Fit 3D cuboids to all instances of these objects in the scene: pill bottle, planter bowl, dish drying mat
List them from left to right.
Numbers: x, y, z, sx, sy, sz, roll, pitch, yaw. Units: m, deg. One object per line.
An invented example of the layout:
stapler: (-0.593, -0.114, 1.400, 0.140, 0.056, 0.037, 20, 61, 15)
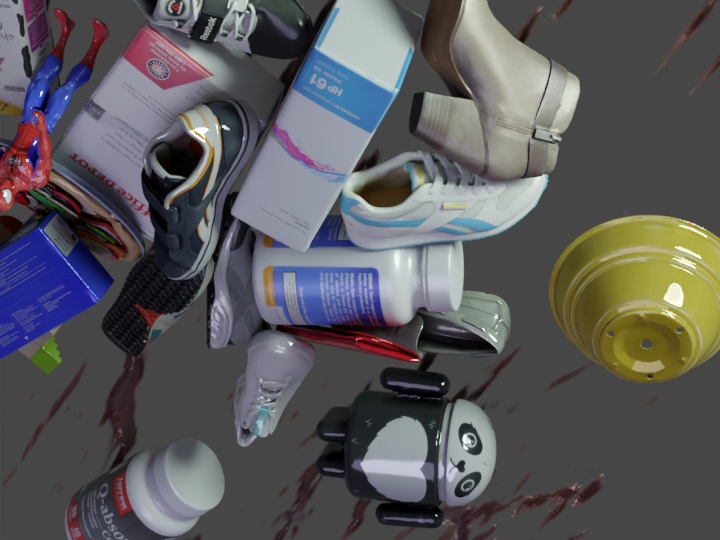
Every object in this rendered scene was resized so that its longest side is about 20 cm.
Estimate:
pill bottle: (-0.269, 0.289, 1.482, 0.200, 0.116, 0.116, -34, 113, 32)
dish drying mat: (-0.017, 0.071, 1.225, 0.076, 0.018, 0.200, 18, 173, -26)
pill bottle: (0.000, 0.000, 1.196, 0.199, 0.112, 0.113, 1, 127, 14)
planter bowl: (0.285, 0.051, 1.181, 0.199, 0.084, 0.201, 7, 129, 9)

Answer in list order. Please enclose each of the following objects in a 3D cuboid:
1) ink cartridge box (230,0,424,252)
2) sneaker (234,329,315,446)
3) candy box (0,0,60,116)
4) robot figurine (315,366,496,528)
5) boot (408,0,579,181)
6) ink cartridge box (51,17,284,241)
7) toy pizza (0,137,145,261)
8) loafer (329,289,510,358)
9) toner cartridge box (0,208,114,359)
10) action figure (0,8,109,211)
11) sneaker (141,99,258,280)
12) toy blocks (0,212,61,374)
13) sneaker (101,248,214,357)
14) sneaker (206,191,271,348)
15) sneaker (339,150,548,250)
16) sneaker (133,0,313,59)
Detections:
ink cartridge box: (-0.031, -0.139, 1.076, 0.084, 0.145, 0.200, 26, 128, -6)
sneaker: (-0.101, 0.136, 1.304, 0.075, 0.089, 0.200, 17, 150, -6)
candy box: (-0.371, -0.252, 1.128, 0.135, 0.061, 0.201, 8, 129, 11)
robot figurine: (0.052, 0.199, 1.325, 0.199, 0.125, 0.151, 4, 140, 12)
boot: (0.127, -0.181, 1.051, 0.145, 0.070, 0.201, 10, 103, -19)
ink cartridge box: (-0.190, -0.142, 1.153, 0.145, 0.085, 0.200, 37, 125, -15)
toy pizza: (-0.308, -0.063, 1.211, 0.199, 0.032, 0.200, 29, 161, 11)
loafer: (0.058, 0.055, 1.248, 0.199, 0.070, 0.070, 2, 130, 14)
toner cartridge box: (-0.351, 0.026, 1.184, 0.199, 0.043, 0.095, -27, 109, 26)
action figure: (-0.303, -0.154, 1.086, 0.065, 0.201, 0.099, 16, 169, 12)
sneaker: (-0.166, -0.072, 1.086, 0.078, 0.079, 0.201, 48, 129, 30)
toy blocks: (-0.372, -0.004, 1.279, 0.200, 0.137, 0.100, 44, 120, -13)
sneaker: (-0.204, 0.012, 1.266, 0.070, 0.093, 0.200, 41, 134, -4)
sneaker: (-0.123, -0.001, 1.262, 0.079, 0.074, 0.201, 1, 131, -8)
sneaker: (0.079, -0.074, 1.110, 0.199, 0.077, 0.081, -15, 151, 1)
sneaker: (-0.141, -0.233, 1.051, 0.199, 0.089, 0.074, 25, 126, 4)
